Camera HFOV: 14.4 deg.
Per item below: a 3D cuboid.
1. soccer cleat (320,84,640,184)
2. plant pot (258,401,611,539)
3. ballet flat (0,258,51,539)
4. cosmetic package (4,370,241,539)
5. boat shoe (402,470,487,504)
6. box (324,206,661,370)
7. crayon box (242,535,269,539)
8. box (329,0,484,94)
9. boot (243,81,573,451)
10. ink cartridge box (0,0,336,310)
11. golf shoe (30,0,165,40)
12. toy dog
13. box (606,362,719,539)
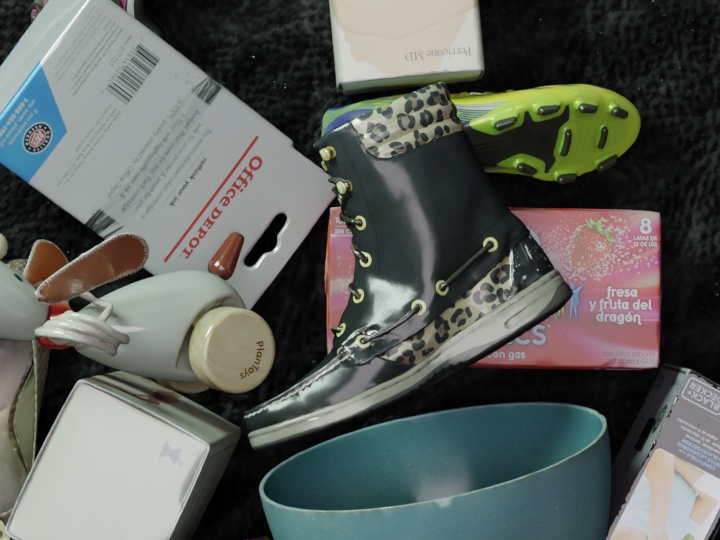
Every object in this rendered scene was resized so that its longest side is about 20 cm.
[{"bbox_3d":[0.071,-0.090,1.732,0.199,0.084,0.065,-9,125,-14],"label":"soccer cleat"},{"bbox_3d":[0.053,0.167,1.612,0.199,0.200,0.136,-11,100,1],"label":"plant pot"},{"bbox_3d":[-0.219,0.091,1.731,0.067,0.046,0.201,12,82,-6],"label":"ballet flat"},{"bbox_3d":[-0.135,0.121,1.663,0.087,0.200,0.104,27,89,2],"label":"cosmetic package"},{"bbox_3d":[0.033,0.161,1.731,0.199,0.071,0.070,-34,73,1],"label":"boat shoe"},{"bbox_3d":[0.079,0.010,1.712,0.199,0.100,0.096,1,90,1],"label":"box"},{"bbox_3d":[-0.071,0.251,1.661,0.058,0.200,0.174,-10,89,1],"label":"crayon box"},{"bbox_3d":[0.021,-0.212,1.726,0.094,0.078,0.201,-7,89,0],"label":"box"},{"bbox_3d":[0.001,0.000,1.630,0.203,0.073,0.154,-27,87,-4],"label":"boot"},{"bbox_3d":[-0.125,-0.070,1.712,0.200,0.068,0.116,38,91,-24],"label":"ink cartridge box"},{"bbox_3d":[-0.137,-0.235,1.737,0.092,0.073,0.201,14,99,-7],"label":"golf shoe"},{"bbox_3d":[-0.134,0.009,1.640,0.131,0.200,0.097,5,79,40],"label":"toy dog"},{"bbox_3d":[0.169,0.158,1.703,0.060,0.117,0.201,28,88,-1],"label":"box"}]
